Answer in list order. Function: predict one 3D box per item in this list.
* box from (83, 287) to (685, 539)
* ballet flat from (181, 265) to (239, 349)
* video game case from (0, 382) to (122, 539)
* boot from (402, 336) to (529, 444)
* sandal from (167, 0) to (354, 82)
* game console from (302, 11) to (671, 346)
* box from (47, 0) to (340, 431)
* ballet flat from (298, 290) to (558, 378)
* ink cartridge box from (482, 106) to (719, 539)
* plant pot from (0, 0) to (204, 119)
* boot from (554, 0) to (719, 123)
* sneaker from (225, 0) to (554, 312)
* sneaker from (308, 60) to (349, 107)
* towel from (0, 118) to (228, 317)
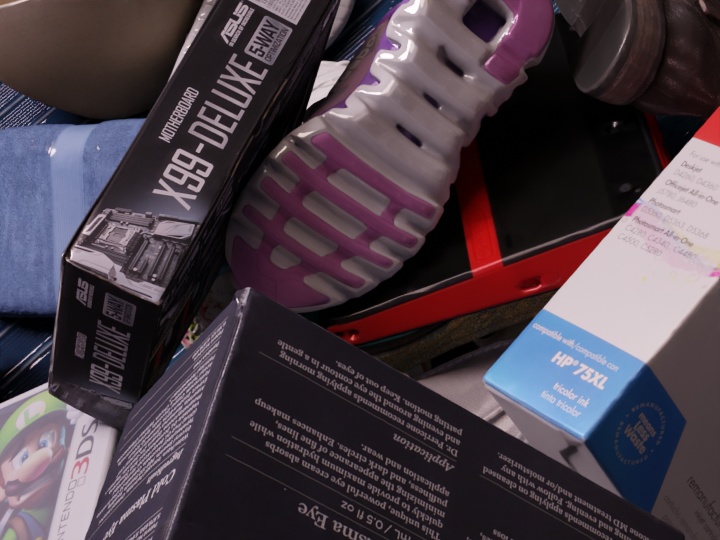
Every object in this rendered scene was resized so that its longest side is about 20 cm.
[{"bbox_3d":[-0.002,0.141,0.681,0.104,0.200,0.182,-45,21,43],"label":"box"},{"bbox_3d":[0.000,0.000,0.997,0.200,0.076,0.064,-31,48,1],"label":"ballet flat"},{"bbox_3d":[-0.199,0.139,0.964,0.200,0.023,0.182,-24,35,24],"label":"video game case"},{"bbox_3d":[0.005,0.073,0.883,0.200,0.096,0.074,-36,38,-11],"label":"boot"},{"bbox_3d":[-0.074,-0.133,1.210,0.203,0.082,0.050,-56,2,-31],"label":"sandal"},{"bbox_3d":[0.060,-0.049,0.952,0.176,0.031,0.200,-20,35,10],"label":"game console"},{"bbox_3d":[-0.077,-0.041,0.919,0.050,0.158,0.200,26,63,1],"label":"box"},{"bbox_3d":[0.039,0.020,0.947,0.199,0.071,0.071,-23,37,-5],"label":"ballet flat"},{"bbox_3d":[0.159,0.017,0.817,0.200,0.116,0.067,-48,39,-11],"label":"ink cartridge box"},{"bbox_3d":[-0.170,-0.177,1.256,0.200,0.135,0.201,-16,39,14],"label":"plant pot"},{"bbox_3d":[0.186,-0.110,0.955,0.069,0.174,0.200,-55,21,41],"label":"boot"},{"bbox_3d":[0.009,-0.063,0.916,0.200,0.080,0.088,-52,12,-10],"label":"sneaker"},{"bbox_3d":[0.000,-0.095,1.105,0.199,0.078,0.100,-18,35,11],"label":"sneaker"},{"bbox_3d":[-0.141,-0.028,1.092,0.199,0.112,0.048,0,2,35],"label":"towel"}]
